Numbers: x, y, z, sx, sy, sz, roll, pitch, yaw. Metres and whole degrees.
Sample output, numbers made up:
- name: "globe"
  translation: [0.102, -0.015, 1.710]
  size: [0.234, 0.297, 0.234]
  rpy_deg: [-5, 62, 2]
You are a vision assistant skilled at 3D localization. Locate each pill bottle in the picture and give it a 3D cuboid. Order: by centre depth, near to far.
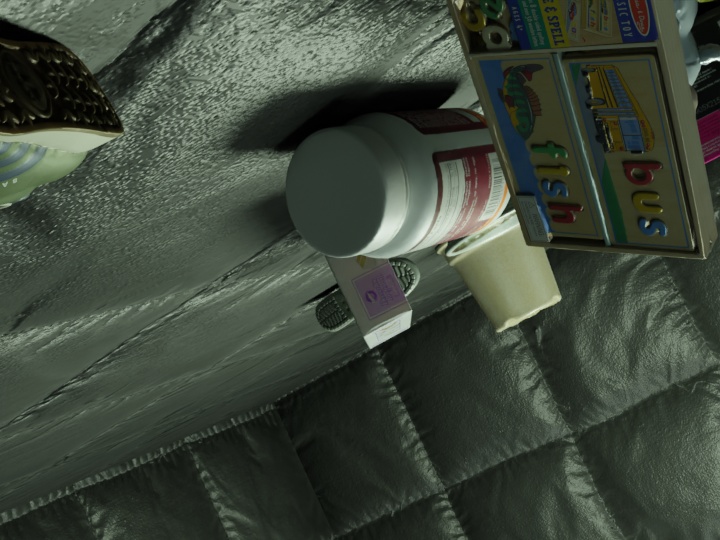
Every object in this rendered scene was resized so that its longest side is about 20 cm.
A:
- name: "pill bottle"
  translation: [0.035, -0.073, 0.815]
  size: [0.114, 0.116, 0.199]
  rpy_deg: [-32, 170, 35]

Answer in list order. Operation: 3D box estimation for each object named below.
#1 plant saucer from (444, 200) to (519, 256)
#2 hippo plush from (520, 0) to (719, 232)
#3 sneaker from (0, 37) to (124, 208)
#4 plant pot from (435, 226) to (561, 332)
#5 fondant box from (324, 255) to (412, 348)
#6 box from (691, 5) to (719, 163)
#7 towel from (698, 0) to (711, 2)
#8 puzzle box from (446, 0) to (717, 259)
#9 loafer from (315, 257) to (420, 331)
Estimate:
- name: "plant saucer"
  translation: [0.208, -0.089, 1.521]
  size: [0.198, 0.051, 0.200]
  rpy_deg: [-27, 173, -4]
- name: "hippo plush"
  translation: [0.196, -0.141, 0.697]
  size: [0.160, 0.203, 0.158]
  rpy_deg: [-33, -152, -28]
- name: "sneaker"
  translation: [-0.173, -0.055, 0.392]
  size: [0.089, 0.068, 0.200]
  rpy_deg: [-34, 174, 11]
- name: "plant pot"
  translation: [0.263, -0.001, 1.779]
  size: [0.198, 0.186, 0.201]
  rpy_deg: [-26, 173, -4]
- name: "fondant box"
  translation: [0.000, 0.000, 1.049]
  size: [0.058, 0.146, 0.200]
  rpy_deg: [-25, 172, 0]
- name: "box"
  translation: [0.330, -0.178, 1.022]
  size: [0.198, 0.134, 0.115]
  rpy_deg: [-27, -176, -4]
- name: "towel"
  translation: [0.388, -0.302, 0.876]
  size: [0.085, 0.018, 0.200]
  rpy_deg: [-23, 171, -34]
- name: "puzzle box"
  translation: [0.139, -0.095, 0.613]
  size: [0.131, 0.202, 0.026]
  rpy_deg: [5, -137, 38]
- name: "loafer"
  translation: [0.014, 0.030, 1.611]
  size: [0.198, 0.076, 0.070]
  rpy_deg: [-26, -175, 28]
